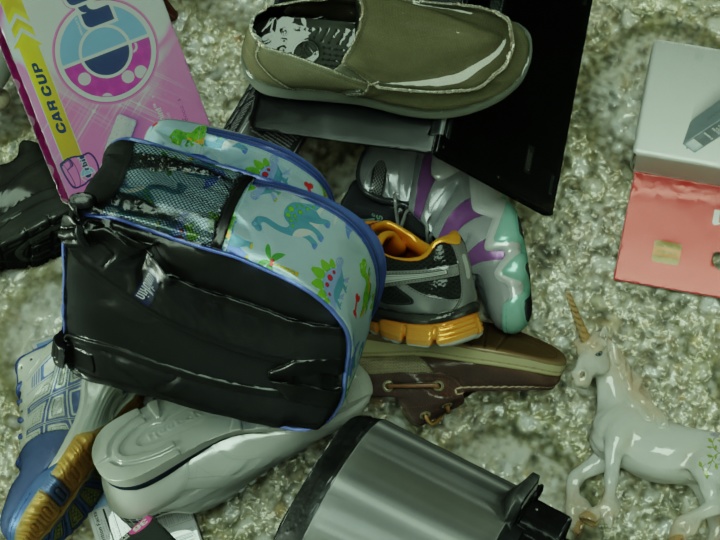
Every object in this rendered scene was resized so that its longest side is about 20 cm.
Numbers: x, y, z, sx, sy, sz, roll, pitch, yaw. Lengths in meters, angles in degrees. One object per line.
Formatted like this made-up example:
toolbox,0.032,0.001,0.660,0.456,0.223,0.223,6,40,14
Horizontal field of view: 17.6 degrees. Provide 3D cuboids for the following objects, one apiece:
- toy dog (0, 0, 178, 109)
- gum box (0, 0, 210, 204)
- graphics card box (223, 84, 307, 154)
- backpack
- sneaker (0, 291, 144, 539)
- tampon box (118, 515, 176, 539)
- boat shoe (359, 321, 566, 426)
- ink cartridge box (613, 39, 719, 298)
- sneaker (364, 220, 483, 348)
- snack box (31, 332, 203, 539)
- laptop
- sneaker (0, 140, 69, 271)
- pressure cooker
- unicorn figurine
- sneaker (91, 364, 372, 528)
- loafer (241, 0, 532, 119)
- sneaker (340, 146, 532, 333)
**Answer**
toy dog,-0.209,-0.183,1.730,0.200,0.096,0.132,-32,33,2
gum box,-0.188,-0.151,1.649,0.113,0.066,0.200,-23,99,-11
graphics card box,-0.054,-0.125,1.681,0.051,0.125,0.200,31,77,-9
backpack,-0.085,0.002,1.542,0.200,0.183,0.147,19,52,5
sneaker,-0.210,0.102,1.635,0.088,0.075,0.200,20,66,17
tampon box,-0.134,0.273,1.514,0.150,0.200,0.126,-41,107,-9
boat shoe,0.044,0.075,1.655,0.200,0.072,0.072,4,104,3
ink cartridge box,0.294,-0.064,1.683,0.200,0.045,0.176,10,73,7
sneaker,0.000,0.000,1.637,0.200,0.078,0.077,9,108,31
snack box,-0.171,0.132,1.667,0.072,0.024,0.200,-20,73,-2
laptop,0.048,-0.155,1.639,0.116,0.200,0.187,-3,69,45
sneaker,-0.300,-0.027,1.707,0.200,0.076,0.091,-24,67,-13
pressure cooker,0.048,0.207,1.552,0.200,0.176,0.179,27,70,10
unicorn figurine,0.199,0.126,1.626,0.200,0.074,0.137,26,67,-4
sneaker,-0.085,0.116,1.619,0.200,0.081,0.076,-19,43,-4
loafer,0.013,-0.146,1.547,0.200,0.070,0.075,-1,73,10
sneaker,0.042,-0.033,1.681,0.140,0.078,0.200,-14,64,2
